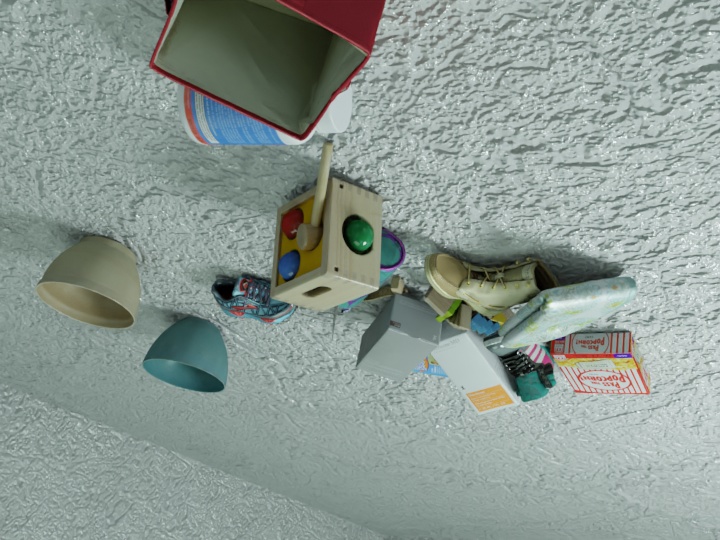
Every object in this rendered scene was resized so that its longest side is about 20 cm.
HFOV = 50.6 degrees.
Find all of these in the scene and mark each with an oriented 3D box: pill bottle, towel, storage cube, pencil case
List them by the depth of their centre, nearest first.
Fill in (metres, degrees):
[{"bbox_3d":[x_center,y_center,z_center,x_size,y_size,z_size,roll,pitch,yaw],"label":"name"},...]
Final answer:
[{"bbox_3d":[-0.083,-0.274,0.755,0.199,0.180,0.171,24,151,-18],"label":"storage cube"},{"bbox_3d":[-0.117,-0.213,0.955,0.199,0.113,0.112,4,151,19],"label":"pill bottle"},{"bbox_3d":[0.341,0.072,1.277,0.171,0.048,0.200,-11,159,-20],"label":"towel"},{"bbox_3d":[0.000,0.000,1.328,0.092,0.085,0.200,-18,166,-30],"label":"pencil case"}]

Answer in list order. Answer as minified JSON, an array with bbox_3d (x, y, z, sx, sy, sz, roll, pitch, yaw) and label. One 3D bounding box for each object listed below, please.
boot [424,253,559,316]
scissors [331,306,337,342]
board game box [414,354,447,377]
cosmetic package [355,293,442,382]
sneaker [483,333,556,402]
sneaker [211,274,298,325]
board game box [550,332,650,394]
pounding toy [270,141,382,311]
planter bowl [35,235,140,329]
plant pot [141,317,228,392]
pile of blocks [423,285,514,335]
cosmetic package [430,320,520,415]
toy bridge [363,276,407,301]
[{"bbox_3d":[0.219,0.011,1.267,0.200,0.073,0.155,30,148,-33],"label":"boot"},{"bbox_3d":[-0.034,0.017,1.269,0.014,0.201,0.073,8,168,-22],"label":"scissors"},{"bbox_3d":[0.196,0.184,1.629,0.199,0.045,0.152,8,152,9],"label":"board game box"},{"bbox_3d":[0.073,0.135,1.478,0.106,0.090,0.200,21,144,-11],"label":"cosmetic package"},{"bbox_3d":[0.309,0.188,1.454,0.200,0.121,0.083,15,151,-42],"label":"sneaker"},{"bbox_3d":[-0.218,0.055,1.538,0.199,0.080,0.096,-1,147,25],"label":"sneaker"},{"bbox_3d":[0.478,0.186,1.507,0.151,0.046,0.200,-4,148,31],"label":"board game box"},{"bbox_3d":[-0.056,-0.060,1.168,0.142,0.185,0.200,17,155,-34],"label":"pounding toy"},{"bbox_3d":[-0.533,0.014,1.540,0.199,0.135,0.200,10,153,5],"label":"planter bowl"},{"bbox_3d":[-0.400,0.191,1.811,0.199,0.135,0.200,11,153,6],"label":"plant pot"},{"bbox_3d":[0.195,0.084,1.404,0.199,0.082,0.062,22,151,-17],"label":"pile of blocks"},{"bbox_3d":[0.229,0.185,1.506,0.101,0.071,0.200,-24,113,36],"label":"cosmetic package"},{"bbox_3d":[-0.005,0.036,1.463,0.199,0.027,0.067,2,152,21],"label":"toy bridge"}]
